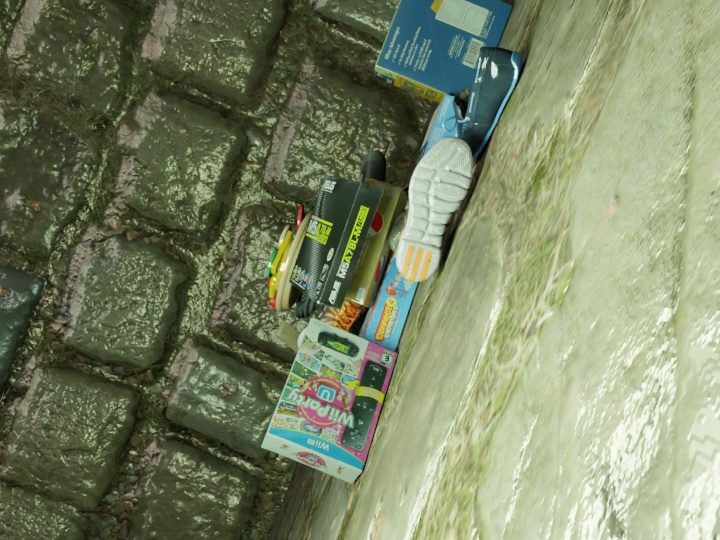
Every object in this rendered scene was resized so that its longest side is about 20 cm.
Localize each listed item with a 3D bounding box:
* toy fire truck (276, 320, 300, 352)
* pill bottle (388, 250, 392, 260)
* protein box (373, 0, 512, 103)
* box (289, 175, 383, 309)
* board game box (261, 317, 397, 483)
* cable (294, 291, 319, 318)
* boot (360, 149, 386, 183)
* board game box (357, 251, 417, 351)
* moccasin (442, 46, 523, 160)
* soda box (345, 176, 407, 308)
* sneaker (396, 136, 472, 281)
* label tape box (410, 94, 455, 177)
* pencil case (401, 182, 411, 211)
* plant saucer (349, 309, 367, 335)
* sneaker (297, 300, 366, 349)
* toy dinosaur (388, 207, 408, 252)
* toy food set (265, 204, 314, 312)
[{"bbox_3d":[-0.094,0.207,1.794,0.129,0.199,0.177,112,178,-46],"label":"toy fire truck"},{"bbox_3d":[0.056,-0.060,1.759,0.200,0.109,0.110,-113,44,-87],"label":"pill bottle"},{"bbox_3d":[0.152,-0.434,1.661,0.135,0.199,0.200,-92,23,-86],"label":"protein box"},{"bbox_3d":[-0.044,-0.051,1.388,0.200,0.047,0.195,-151,78,-70],"label":"box"},{"bbox_3d":[-0.042,0.190,1.285,0.064,0.147,0.201,118,173,-56],"label":"board game box"},{"bbox_3d":[-0.062,0.005,1.534,0.201,0.050,0.163,-64,15,15],"label":"cable"},{"bbox_3d":[0.027,-0.140,1.605,0.165,0.065,0.201,114,169,-56],"label":"boot"},{"bbox_3d":[0.037,0.088,1.484,0.200,0.056,0.197,114,176,-64],"label":"board game box"},{"bbox_3d":[0.159,-0.230,1.200,0.201,0.068,0.081,112,178,-45],"label":"moccasin"},{"bbox_3d":[0.014,-0.045,1.426,0.068,0.064,0.201,29,-100,-76],"label":"soda box"},{"bbox_3d":[0.094,-0.088,1.205,0.112,0.077,0.201,-86,17,-81],"label":"sneaker"},{"bbox_3d":[0.154,-0.243,1.612,0.200,0.066,0.144,112,179,-86],"label":"label tape box"},{"bbox_3d":[0.098,-0.106,1.558,0.200,0.089,0.078,122,141,-84],"label":"pencil case"},{"bbox_3d":[-0.025,0.104,1.670,0.200,0.048,0.201,127,166,-74],"label":"plant saucer"},{"bbox_3d":[-0.027,0.095,1.491,0.201,0.077,0.112,-55,27,12],"label":"sneaker"},{"bbox_3d":[0.076,-0.064,1.382,0.102,0.077,0.200,-48,13,-7],"label":"toy dinosaur"},{"bbox_3d":[-0.119,-0.023,1.566,0.199,0.048,0.201,102,-171,-54],"label":"toy food set"}]
